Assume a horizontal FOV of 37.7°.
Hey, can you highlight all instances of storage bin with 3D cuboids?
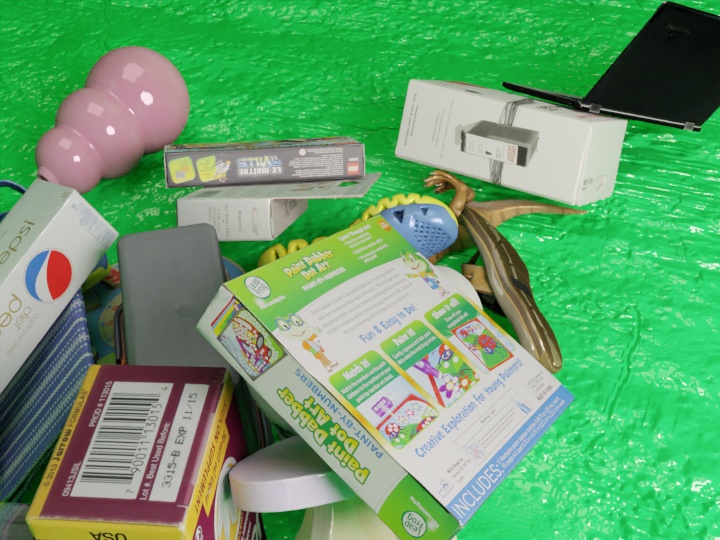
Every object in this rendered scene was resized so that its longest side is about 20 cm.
[{"bbox_3d":[-0.154,0.065,0.860,0.144,0.135,0.201,-9,54,-8],"label":"storage bin"}]

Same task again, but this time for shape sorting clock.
[{"bbox_3d":[-0.197,0.041,1.002,0.198,0.039,0.201,-3,41,3],"label":"shape sorting clock"}]

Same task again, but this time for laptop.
[{"bbox_3d":[0.289,-0.216,1.096,0.186,0.117,0.200,4,16,-34],"label":"laptop"}]

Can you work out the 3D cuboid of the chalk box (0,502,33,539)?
[{"bbox_3d":[-0.284,0.241,0.721,0.198,0.125,0.125,1,42,9],"label":"chalk box"}]

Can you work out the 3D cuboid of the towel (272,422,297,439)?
[{"bbox_3d":[0.043,0.114,0.898,0.199,0.031,0.149,-32,48,-27],"label":"towel"}]

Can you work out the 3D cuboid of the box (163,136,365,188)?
[{"bbox_3d":[-0.101,-0.112,1.082,0.198,0.035,0.110,-4,11,-10],"label":"box"}]

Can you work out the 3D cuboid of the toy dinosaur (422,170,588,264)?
[{"bbox_3d":[0.116,-0.054,1.075,0.199,0.061,0.107,-24,72,-14],"label":"toy dinosaur"}]

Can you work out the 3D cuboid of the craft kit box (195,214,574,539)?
[{"bbox_3d":[0.025,0.061,0.685,0.198,0.049,0.200,46,32,11],"label":"craft kit box"}]

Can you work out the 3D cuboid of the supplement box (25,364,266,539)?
[{"bbox_3d":[-0.133,0.179,0.713,0.102,0.201,0.132,1,41,7],"label":"supplement box"}]

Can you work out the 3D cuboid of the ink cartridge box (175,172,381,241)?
[{"bbox_3d":[-0.072,-0.065,1.038,0.172,0.044,0.200,1,11,6],"label":"ink cartridge box"}]

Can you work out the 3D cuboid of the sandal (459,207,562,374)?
[{"bbox_3d":[0.124,0.018,0.960,0.054,0.080,0.201,-35,49,19],"label":"sandal"}]

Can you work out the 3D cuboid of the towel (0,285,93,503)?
[{"bbox_3d":[-0.273,0.084,0.909,0.024,0.145,0.201,25,25,-37],"label":"towel"}]

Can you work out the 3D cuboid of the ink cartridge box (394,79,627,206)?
[{"bbox_3d":[0.158,-0.137,1.088,0.198,0.084,0.146,18,16,24],"label":"ink cartridge box"}]

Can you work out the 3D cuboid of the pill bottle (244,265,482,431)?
[{"bbox_3d":[0.008,0.052,0.829,0.109,0.111,0.199,27,23,32],"label":"pill bottle"}]

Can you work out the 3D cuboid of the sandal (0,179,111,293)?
[{"bbox_3d":[-0.325,-0.032,1.050,0.199,0.088,0.079,21,47,37],"label":"sandal"}]

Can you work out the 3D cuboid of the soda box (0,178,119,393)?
[{"bbox_3d":[-0.295,0.023,0.879,0.068,0.064,0.201,16,64,42],"label":"soda box"}]

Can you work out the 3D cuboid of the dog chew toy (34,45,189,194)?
[{"bbox_3d":[-0.285,-0.162,1.187,0.124,0.125,0.200,23,56,29],"label":"dog chew toy"}]

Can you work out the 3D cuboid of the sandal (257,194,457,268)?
[{"bbox_3d":[0.000,0.000,0.970,0.199,0.080,0.088,-25,46,17],"label":"sandal"}]

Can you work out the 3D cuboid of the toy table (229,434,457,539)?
[{"bbox_3d":[0.001,0.172,0.723,0.199,0.118,0.183,-12,4,-40],"label":"toy table"}]
